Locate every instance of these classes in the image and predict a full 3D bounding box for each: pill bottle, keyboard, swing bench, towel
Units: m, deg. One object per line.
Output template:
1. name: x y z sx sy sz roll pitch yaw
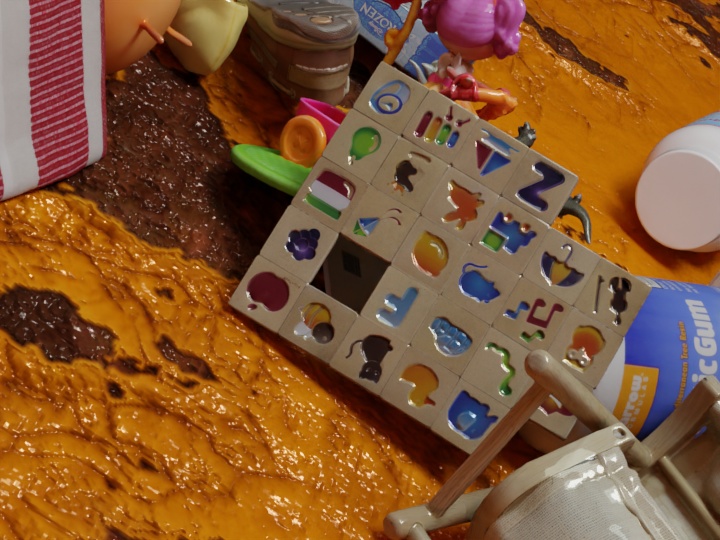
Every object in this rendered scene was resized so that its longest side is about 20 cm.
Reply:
1. pill bottle: 0.153 0.058 0.933 0.198 0.113 0.113 7 38 -25
2. keyboard: 0.000 0.000 0.974 0.056 0.011 0.201 20 30 -19
3. swing bench: 0.155 0.161 0.778 0.199 0.130 0.199 12 35 -49
4. pill bottle: 0.307 -0.077 1.349 0.109 0.109 0.200 43 27 12
5. towel: -0.185 -0.105 0.786 0.023 0.146 0.200 10 18 22

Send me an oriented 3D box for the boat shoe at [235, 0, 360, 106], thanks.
1. boat shoe: -0.049 -0.161 1.105 0.075 0.073 0.200 -2 19 -9

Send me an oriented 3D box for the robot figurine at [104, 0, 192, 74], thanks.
1. robot figurine: -0.189 -0.197 0.940 0.199 0.144 0.117 37 55 2

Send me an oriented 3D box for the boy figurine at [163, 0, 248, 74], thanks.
1. boy figurine: -0.137 -0.212 1.085 0.124 0.065 0.201 18 29 -37

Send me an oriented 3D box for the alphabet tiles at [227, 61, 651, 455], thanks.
1. alphabet tiles: 0.053 0.000 0.864 0.199 0.168 0.008 31 -12 7

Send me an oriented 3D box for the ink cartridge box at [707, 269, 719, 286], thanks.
1. ink cartridge box: 0.377 0.064 1.236 0.200 0.084 0.145 48 28 20

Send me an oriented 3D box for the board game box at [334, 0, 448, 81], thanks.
1. board game box: 0.010 -0.229 1.274 0.199 0.043 0.200 39 17 1

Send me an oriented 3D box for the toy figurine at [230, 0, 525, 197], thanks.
1. toy figurine: 0.038 -0.120 0.938 0.199 0.186 0.150 28 12 32

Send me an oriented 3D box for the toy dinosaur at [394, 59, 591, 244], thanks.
1. toy dinosaur: 0.096 -0.067 1.134 0.101 0.077 0.201 2 42 -33
